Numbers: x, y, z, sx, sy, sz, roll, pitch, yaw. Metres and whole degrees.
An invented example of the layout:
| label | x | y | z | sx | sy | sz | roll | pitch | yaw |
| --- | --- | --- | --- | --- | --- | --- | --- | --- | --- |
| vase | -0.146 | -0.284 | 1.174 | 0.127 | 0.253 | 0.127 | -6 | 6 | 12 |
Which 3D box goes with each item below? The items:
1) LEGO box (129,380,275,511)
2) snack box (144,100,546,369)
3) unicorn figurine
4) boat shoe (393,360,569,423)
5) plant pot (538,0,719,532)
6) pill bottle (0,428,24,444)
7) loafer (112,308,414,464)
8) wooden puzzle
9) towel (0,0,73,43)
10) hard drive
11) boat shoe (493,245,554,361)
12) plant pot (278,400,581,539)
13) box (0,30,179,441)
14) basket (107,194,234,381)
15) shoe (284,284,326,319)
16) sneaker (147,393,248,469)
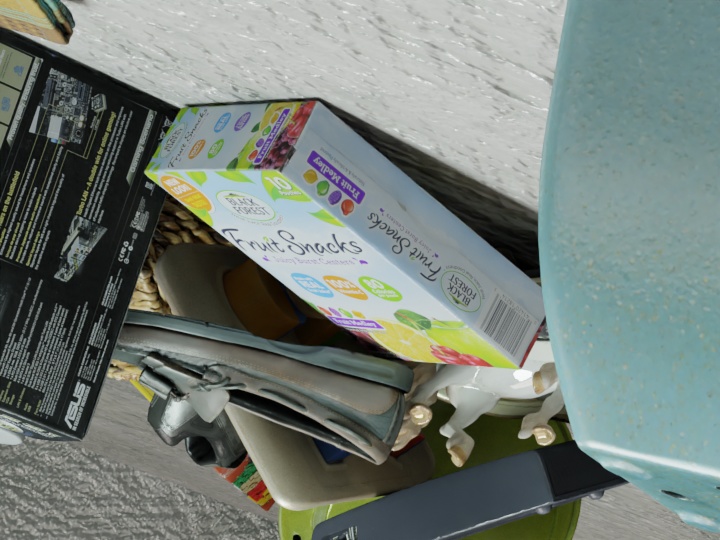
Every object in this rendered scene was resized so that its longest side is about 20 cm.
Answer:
| label | x | y | z | sx | sy | sz | roll | pitch | yaw |
| --- | --- | --- | --- | --- | --- | --- | --- | --- | --- |
| LEGO box | -0.125 | 0.075 | 1.924 | 0.200 | 0.077 | 0.149 | 44 | 177 | 18 |
| snack box | -0.006 | -0.018 | 1.449 | 0.200 | 0.053 | 0.142 | 39 | 158 | -30 |
| unicorn figurine | 0.112 | 0.065 | 1.580 | 0.199 | 0.074 | 0.137 | 5 | -154 | 20 |
| boat shoe | 0.118 | 0.063 | 1.673 | 0.199 | 0.065 | 0.072 | 10 | -173 | 1 |
| plant pot | 0.174 | -0.002 | 0.929 | 0.196 | 0.201 | 0.196 | 11 | 167 | 31 |
| pill bottle | -0.219 | -0.001 | 1.573 | 0.111 | 0.201 | 0.111 | 14 | 167 | 3 |
| loafer | -0.069 | 0.068 | 1.522 | 0.199 | 0.063 | 0.072 | 11 | 173 | -6 |
| wooden puzzle | -0.030 | 0.058 | 1.639 | 0.046 | 0.186 | 0.200 | -34 | 167 | 23 |
| towel | -0.222 | -0.162 | 1.230 | 0.146 | 0.022 | 0.200 | 18 | 171 | 8 |
| hard drive | 0.071 | 0.151 | 1.652 | 0.200 | 0.042 | 0.135 | -23 | 171 | 35 |
| boat shoe | 0.086 | 0.015 | 1.544 | 0.074 | 0.061 | 0.200 | -15 | -170 | -26 |
| plant pot | 0.036 | 0.170 | 1.859 | 0.200 | 0.201 | 0.193 | 14 | -169 | 21 |
| box | -0.211 | -0.023 | 1.460 | 0.163 | 0.201 | 0.086 | 23 | 167 | -28 |
| basket | -0.168 | -0.026 | 1.751 | 0.199 | 0.149 | 0.143 | 10 | 134 | 37 |
| shoe | 0.000 | 0.000 | 1.621 | 0.053 | 0.070 | 0.200 | -14 | 163 | 17 |
| sneaker | -0.075 | 0.091 | 1.698 | 0.066 | 0.091 | 0.200 | 43 | -166 | 30 |
